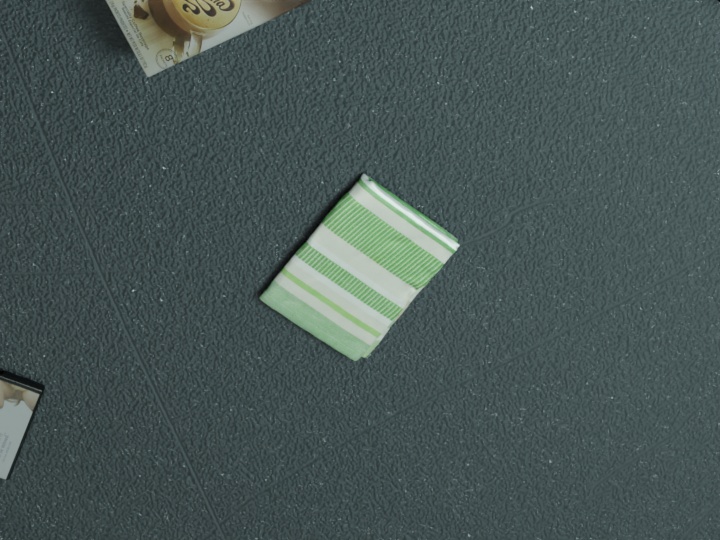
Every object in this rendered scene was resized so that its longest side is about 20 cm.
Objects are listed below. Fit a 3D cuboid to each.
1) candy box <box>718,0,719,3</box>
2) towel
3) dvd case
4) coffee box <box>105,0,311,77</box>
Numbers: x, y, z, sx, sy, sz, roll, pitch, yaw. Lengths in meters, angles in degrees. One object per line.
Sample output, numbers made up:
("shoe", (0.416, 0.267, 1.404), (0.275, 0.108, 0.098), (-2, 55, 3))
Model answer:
("candy box", (0.485, -0.352, 1.522), (0.168, 0.077, 0.201), (13, 114, -8))
("towel", (0.000, 0.000, 1.713), (0.152, 0.023, 0.200), (34, 112, -16))
("dvd case", (-0.500, 0.165, 1.779), (0.199, 0.018, 0.143), (21, 114, -11))
("coffee box", (-0.157, -0.301, 1.524), (0.199, 0.080, 0.114), (-24, 114, 10))
